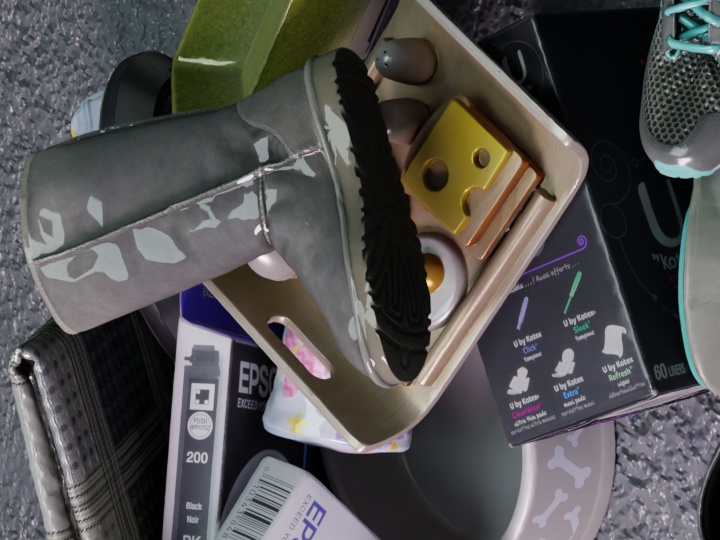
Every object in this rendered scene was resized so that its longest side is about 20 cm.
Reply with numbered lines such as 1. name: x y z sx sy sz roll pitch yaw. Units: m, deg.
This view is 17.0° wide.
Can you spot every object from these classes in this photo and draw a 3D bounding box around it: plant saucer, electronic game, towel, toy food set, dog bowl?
1. plant saucer: -0.046 -0.134 1.299 0.200 0.048 0.201 -98 29 -54
2. electronic game: -0.105 -0.033 1.438 0.041 0.200 0.201 -14 86 18
3. towel: -0.134 0.112 1.334 0.034 0.193 0.201 -12 101 15
4. toy food set: 0.011 -0.031 1.206 0.144 0.060 0.200 46 117 28
5. dog bowl: 0.053 0.091 1.384 0.199 0.058 0.201 9 103 45

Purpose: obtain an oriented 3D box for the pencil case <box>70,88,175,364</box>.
1. pencil case: -0.146 -0.016 1.495 0.083 0.090 0.201 -38 39 44

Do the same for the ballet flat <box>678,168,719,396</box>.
1. ballet flat: 0.194 -0.039 1.178 0.063 0.067 0.201 -8 74 42

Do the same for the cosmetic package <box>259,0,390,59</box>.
1. cosmetic package: -0.063 -0.220 1.439 0.200 0.071 0.106 46 127 31

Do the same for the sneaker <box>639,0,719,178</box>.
1. sneaker: 0.166 -0.145 1.144 0.077 0.091 0.201 7 75 38

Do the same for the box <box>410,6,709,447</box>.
1. box: 0.119 -0.025 1.244 0.106 0.122 0.201 -24 80 43

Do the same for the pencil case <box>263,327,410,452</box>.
1. pencil case: 0.000 0.000 1.315 0.091 0.083 0.201 9 91 59

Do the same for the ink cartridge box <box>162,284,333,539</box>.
1. ink cartridge box: -0.059 0.090 1.396 0.043 0.198 0.201 1 84 18

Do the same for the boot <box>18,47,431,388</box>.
1. boot: -0.072 -0.005 1.189 0.199 0.072 0.183 -19 70 22

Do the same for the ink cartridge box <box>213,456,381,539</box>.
1. ink cartridge box: -0.038 0.234 1.316 0.043 0.200 0.197 14 67 45

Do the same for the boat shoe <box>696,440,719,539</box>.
1. boat shoe: 0.229 0.064 1.191 0.074 0.063 0.202 43 124 36
